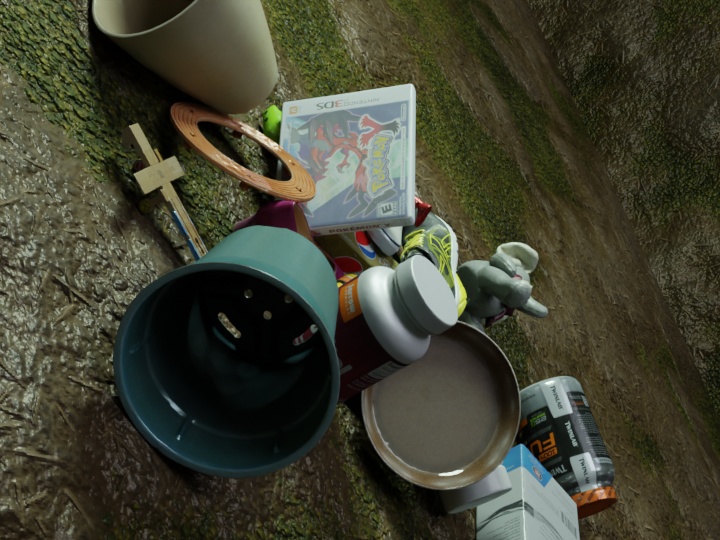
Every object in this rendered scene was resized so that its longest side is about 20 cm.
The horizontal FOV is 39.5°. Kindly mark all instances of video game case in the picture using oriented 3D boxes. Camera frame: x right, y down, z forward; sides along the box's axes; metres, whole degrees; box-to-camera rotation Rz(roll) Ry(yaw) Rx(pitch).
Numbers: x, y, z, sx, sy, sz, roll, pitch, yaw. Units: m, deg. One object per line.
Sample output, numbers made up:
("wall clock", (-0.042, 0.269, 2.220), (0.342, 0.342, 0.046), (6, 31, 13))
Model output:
("video game case", (-0.019, -0.139, 1.272), (0.023, 0.180, 0.202), (58, 30, -59))

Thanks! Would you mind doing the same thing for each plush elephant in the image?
("plush elephant", (0.227, 0.040, 1.610), (0.153, 0.166, 0.200), (1, 33, -34))

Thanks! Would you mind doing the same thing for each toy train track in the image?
("toy train track", (-0.203, -0.057, 1.061), (0.201, 0.032, 0.115), (62, 17, -8))

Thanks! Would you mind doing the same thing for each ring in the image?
("ring", (-0.141, -0.138, 1.197), (0.199, 0.019, 0.201), (30, 18, -11))

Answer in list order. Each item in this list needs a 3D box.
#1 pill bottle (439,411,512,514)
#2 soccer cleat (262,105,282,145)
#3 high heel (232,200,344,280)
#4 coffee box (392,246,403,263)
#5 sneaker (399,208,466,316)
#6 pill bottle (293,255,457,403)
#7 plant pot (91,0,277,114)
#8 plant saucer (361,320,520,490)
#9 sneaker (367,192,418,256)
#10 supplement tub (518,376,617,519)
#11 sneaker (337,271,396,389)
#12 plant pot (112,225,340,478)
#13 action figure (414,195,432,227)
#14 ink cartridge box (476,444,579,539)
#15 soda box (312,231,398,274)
("pill bottle", (0.116, 0.198, 1.277), (0.114, 0.114, 0.202), (14, 51, -58))
("soccer cleat", (-0.061, -0.172, 1.417), (0.199, 0.067, 0.082), (26, 39, -46))
("high heel", (-0.055, -0.018, 1.205), (0.199, 0.096, 0.068), (29, 52, -43))
("coffee box", (0.053, -0.009, 1.473), (0.200, 0.044, 0.124), (39, 31, -38))
("sneaker", (0.089, -0.021, 1.358), (0.084, 0.074, 0.201), (39, 25, -41))
("pill bottle", (0.003, 0.067, 1.103), (0.113, 0.199, 0.114), (43, 28, -30))
("plant pot", (-0.184, -0.286, 1.202), (0.200, 0.186, 0.189), (49, 23, -50))
("plant saucer", (0.094, 0.159, 1.197), (0.202, 0.199, 0.032), (60, -17, 2))
("sneaker", (0.042, -0.094, 1.387), (0.073, 0.071, 0.201), (45, 21, -24))
("supplement tub", (0.319, 0.279, 1.565), (0.122, 0.122, 0.202), (24, 41, -51))
("sneaker", (-0.005, 0.109, 1.226), (0.090, 0.070, 0.202), (-27, 99, -34))
("plant pot", (-0.104, 0.056, 0.944), (0.201, 0.199, 0.196), (53, 17, -12))
("action figure", (-0.009, -0.112, 1.317), (0.200, 0.099, 0.065), (47, 15, 26))
("ink cartridge box", (0.226, 0.360, 1.340), (0.145, 0.083, 0.201), (49, 26, -22))
("soda box", (0.000, 0.000, 1.334), (0.200, 0.067, 0.064), (43, 28, -32))
